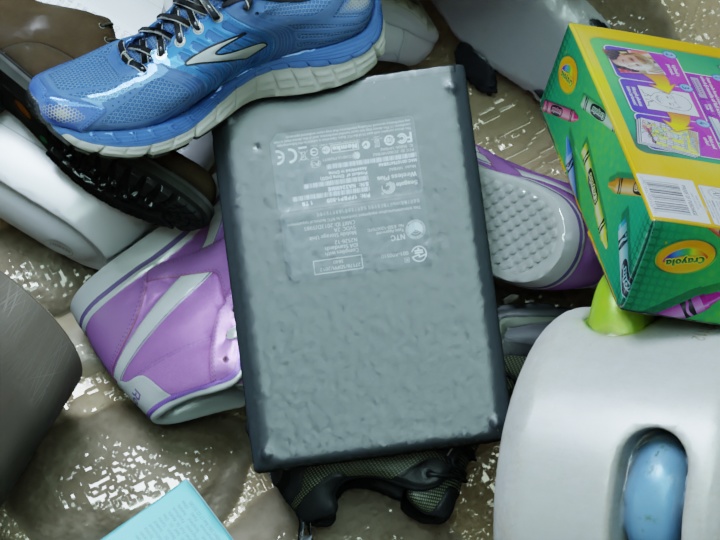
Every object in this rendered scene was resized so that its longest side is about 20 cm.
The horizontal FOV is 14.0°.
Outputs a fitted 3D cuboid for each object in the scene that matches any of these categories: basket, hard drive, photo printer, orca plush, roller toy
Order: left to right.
[{"bbox_3d":[-0.251,0.095,1.556,0.180,0.136,0.200,16,57,38],"label":"basket"},{"bbox_3d":[-0.173,-0.105,1.671,0.199,0.070,0.167,30,70,8],"label":"photo printer"},{"bbox_3d":[0.000,0.000,1.558,0.139,0.033,0.201,-7,84,1],"label":"hard drive"},{"bbox_3d":[0.126,-0.144,1.702,0.199,0.106,0.071,25,38,10],"label":"orca plush"},{"bbox_3d":[0.160,0.116,1.528,0.139,0.201,0.183,7,51,22],"label":"roller toy"}]

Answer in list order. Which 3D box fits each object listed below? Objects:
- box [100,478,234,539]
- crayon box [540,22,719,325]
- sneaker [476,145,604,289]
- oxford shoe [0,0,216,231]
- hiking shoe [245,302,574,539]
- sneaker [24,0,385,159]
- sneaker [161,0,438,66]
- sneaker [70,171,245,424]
[{"bbox_3d":[-0.156,0.196,1.547,0.200,0.082,0.049,-35,73,-15],"label":"box"},{"bbox_3d":[0.176,-0.050,1.545,0.118,0.058,0.200,9,32,-16],"label":"crayon box"},{"bbox_3d":[0.068,-0.038,1.655,0.200,0.114,0.073,33,107,35],"label":"sneaker"},{"bbox_3d":[-0.147,-0.099,1.594,0.200,0.073,0.084,39,69,11],"label":"oxford shoe"},{"bbox_3d":[0.042,0.086,1.614,0.199,0.076,0.101,-21,83,-3],"label":"hiking shoe"},{"bbox_3d":[-0.084,-0.126,1.524,0.199,0.089,0.079,-23,42,-18],"label":"sneaker"},{"bbox_3d":[-0.041,-0.139,1.643,0.100,0.199,0.078,-56,48,19],"label":"sneaker"},{"bbox_3d":[-0.053,0.005,1.610,0.200,0.073,0.114,-41,63,10],"label":"sneaker"}]
